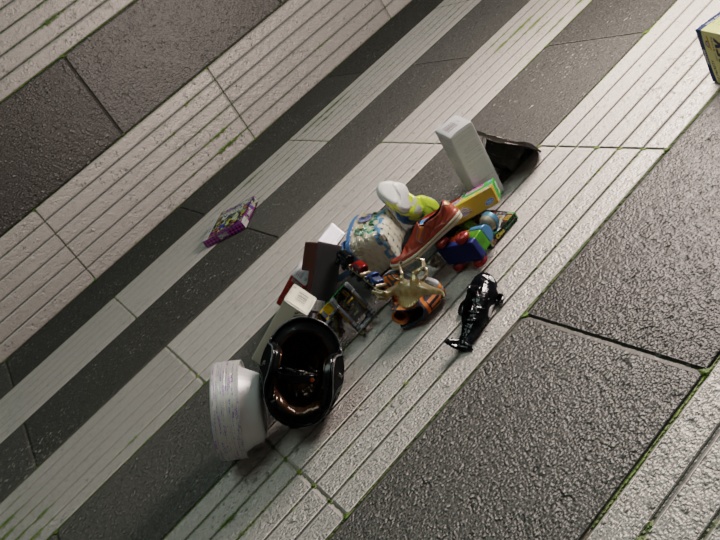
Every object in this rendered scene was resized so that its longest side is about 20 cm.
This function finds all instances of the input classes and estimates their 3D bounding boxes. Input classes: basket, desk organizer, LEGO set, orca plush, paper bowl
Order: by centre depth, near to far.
[{"bbox_3d":[0.217,0.065,1.491,0.104,0.072,0.201,0,44,50],"label":"orca plush"},{"bbox_3d":[-0.252,0.291,1.563,0.101,0.206,0.202,-5,28,-2],"label":"paper bowl"},{"bbox_3d":[-0.049,0.129,1.712,0.200,0.116,0.154,-47,0,-23],"label":"LEGO set"},{"bbox_3d":[-0.105,0.035,1.814,0.076,0.070,0.206,5,87,58],"label":"desk organizer"},{"bbox_3d":[0.009,-0.058,1.870,0.198,0.139,0.178,-33,25,29],"label":"basket"}]

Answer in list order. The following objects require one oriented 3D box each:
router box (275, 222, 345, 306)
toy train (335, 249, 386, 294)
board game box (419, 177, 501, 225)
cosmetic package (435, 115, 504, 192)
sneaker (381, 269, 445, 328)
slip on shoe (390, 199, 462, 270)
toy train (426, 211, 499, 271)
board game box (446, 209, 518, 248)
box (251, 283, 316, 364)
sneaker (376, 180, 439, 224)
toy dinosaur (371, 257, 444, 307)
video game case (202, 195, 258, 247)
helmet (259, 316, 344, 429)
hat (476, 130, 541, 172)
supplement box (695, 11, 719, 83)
[{"bbox_3d":[-0.132,-0.006,1.967,0.201,0.048,0.180,-54,0,-31],"label":"router box"},{"bbox_3d":[0.000,0.000,1.717,0.033,0.047,0.199,-11,30,-31],"label":"toy train"},{"bbox_3d":[0.231,-0.141,1.739,0.197,0.041,0.153,-29,7,17],"label":"board game box"},{"bbox_3d":[0.269,-0.271,1.827,0.073,0.202,0.102,-35,26,-1],"label":"cosmetic package"},{"bbox_3d":[0.088,0.063,1.646,0.112,0.078,0.198,-47,28,-24],"label":"sneaker"},{"bbox_3d":[0.137,-0.078,1.656,0.200,0.061,0.074,-43,7,11],"label":"slip on shoe"},{"bbox_3d":[0.223,-0.067,1.680,0.116,0.085,0.198,-52,20,-26],"label":"toy train"},{"bbox_3d":[0.272,-0.103,1.757,0.105,0.024,0.198,-49,28,-18],"label":"board game box"},{"bbox_3d":[-0.180,0.138,1.750,0.202,0.067,0.083,-59,1,32],"label":"box"},{"bbox_3d":[0.104,-0.159,1.895,0.104,0.196,0.078,-29,48,50],"label":"sneaker"},{"bbox_3d":[0.118,0.031,1.580,0.196,0.058,0.104,-3,62,40],"label":"toy dinosaur"},{"bbox_3d":[-0.489,-0.184,2.805,0.196,0.036,0.183,-23,31,26],"label":"video game case"},{"bbox_3d":[-0.120,0.207,1.534,0.197,0.202,0.191,-30,17,11],"label":"helmet"},{"bbox_3d":[0.361,-0.292,1.875,0.195,0.083,0.201,11,14,-3],"label":"hat"},{"bbox_3d":[0.852,-0.487,1.542,0.198,0.135,0.201,-34,26,5],"label":"supplement box"}]
